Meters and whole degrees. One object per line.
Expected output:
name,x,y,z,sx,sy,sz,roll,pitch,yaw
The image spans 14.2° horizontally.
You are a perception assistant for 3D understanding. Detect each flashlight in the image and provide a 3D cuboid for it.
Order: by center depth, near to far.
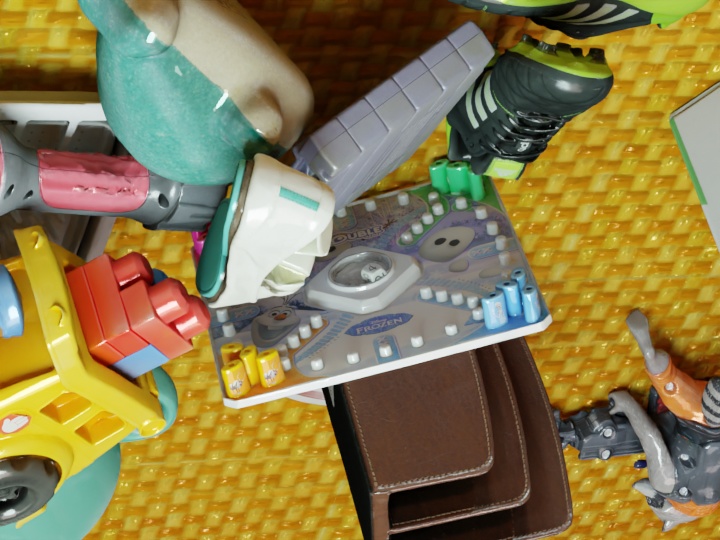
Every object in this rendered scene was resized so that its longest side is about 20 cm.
flashlight,-0.165,-0.055,1.650,0.199,0.068,0.068,3,121,-35

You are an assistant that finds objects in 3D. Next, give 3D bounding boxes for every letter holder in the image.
letter holder,0.052,0.072,1.827,0.141,0.201,0.101,-11,144,-7

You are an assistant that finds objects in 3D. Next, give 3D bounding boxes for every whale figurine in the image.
whale figurine,-0.108,-0.112,1.589,0.104,0.159,0.200,-44,159,7

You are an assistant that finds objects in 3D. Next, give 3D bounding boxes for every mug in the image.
mug,-0.229,0.092,1.838,0.185,0.152,0.115,-46,148,-17

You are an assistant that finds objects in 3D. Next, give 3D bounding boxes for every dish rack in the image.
dish rack,-0.231,-0.033,1.718,0.171,0.044,0.201,-3,133,-32

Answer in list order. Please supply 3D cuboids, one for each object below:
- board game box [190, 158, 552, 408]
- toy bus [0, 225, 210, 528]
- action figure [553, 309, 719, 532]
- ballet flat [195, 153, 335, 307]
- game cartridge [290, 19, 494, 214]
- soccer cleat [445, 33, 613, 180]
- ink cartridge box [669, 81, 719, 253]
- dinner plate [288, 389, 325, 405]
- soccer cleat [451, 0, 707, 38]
board game box,0.000,0.000,1.763,0.199,0.200,0.026,-15,120,-2
toy bus,-0.192,0.040,1.644,0.191,0.136,0.200,-27,150,16
action figure,0.221,0.115,2.077,0.199,0.105,0.194,-11,135,-11
ballet flat,-0.051,-0.015,1.616,0.069,0.070,0.200,-8,169,-11
game cartridge,0.002,-0.075,1.696,0.130,0.038,0.200,-42,177,-21
soccer cleat,0.096,-0.093,1.677,0.067,0.082,0.200,9,180,-15
ink cartridge box,0.302,-0.029,1.877,0.084,0.146,0.200,-34,141,22
dinner plate,0.014,0.024,1.938,0.199,0.024,0.201,-11,144,-8
soccer cleat,0.113,-0.166,1.679,0.199,0.068,0.081,2,155,-23
